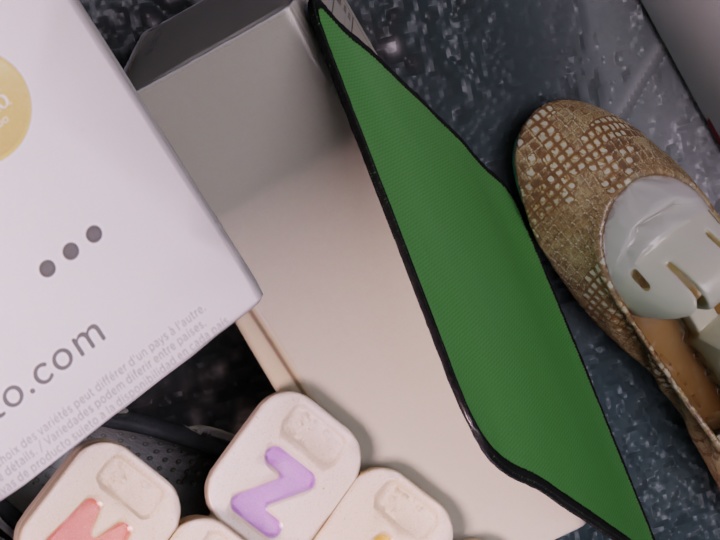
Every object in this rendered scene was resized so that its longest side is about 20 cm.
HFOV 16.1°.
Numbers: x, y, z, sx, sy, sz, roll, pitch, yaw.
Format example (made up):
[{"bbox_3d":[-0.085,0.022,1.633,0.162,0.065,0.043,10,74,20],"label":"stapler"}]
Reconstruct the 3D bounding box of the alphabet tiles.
[{"bbox_3d":[-0.036,0.148,0.803,0.200,0.015,0.196,39,80,-12],"label":"alphabet tiles"}]

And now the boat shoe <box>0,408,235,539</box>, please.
[{"bbox_3d":[-0.055,0.092,0.868,0.199,0.060,0.076,19,84,-24],"label":"boat shoe"}]

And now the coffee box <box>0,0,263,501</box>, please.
[{"bbox_3d":[-0.188,-0.019,0.724,0.199,0.200,0.198,-37,106,-19],"label":"coffee box"}]

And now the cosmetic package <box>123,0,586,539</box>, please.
[{"bbox_3d":[0.000,0.000,0.857,0.073,0.104,0.201,-28,104,11],"label":"cosmetic package"}]

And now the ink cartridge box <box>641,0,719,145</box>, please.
[{"bbox_3d":[0.227,-0.107,0.976,0.200,0.083,0.146,-37,106,-19],"label":"ink cartridge box"}]

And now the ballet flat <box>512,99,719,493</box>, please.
[{"bbox_3d":[0.132,0.017,0.948,0.071,0.065,0.200,-45,109,-17],"label":"ballet flat"}]

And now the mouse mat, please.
[{"bbox_3d":[0.043,0.009,0.831,0.007,0.200,0.162,-27,65,14],"label":"mouse mat"}]
